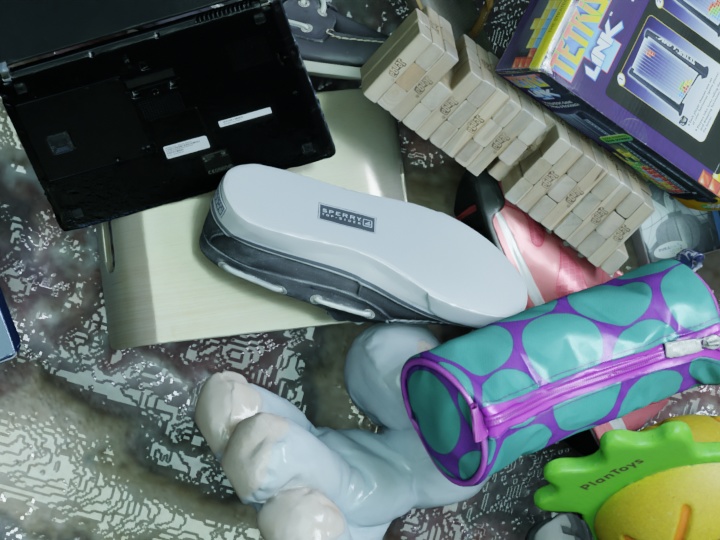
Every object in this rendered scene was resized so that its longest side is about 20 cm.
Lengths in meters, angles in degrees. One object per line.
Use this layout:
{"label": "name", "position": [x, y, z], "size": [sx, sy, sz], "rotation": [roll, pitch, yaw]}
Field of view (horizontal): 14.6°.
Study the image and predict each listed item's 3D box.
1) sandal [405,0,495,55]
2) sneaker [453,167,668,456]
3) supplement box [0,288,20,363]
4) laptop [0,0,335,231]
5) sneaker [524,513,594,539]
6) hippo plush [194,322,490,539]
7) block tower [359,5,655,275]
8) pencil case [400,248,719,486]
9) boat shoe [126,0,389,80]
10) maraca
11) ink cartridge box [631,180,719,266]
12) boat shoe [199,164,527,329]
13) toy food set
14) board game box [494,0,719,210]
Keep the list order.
{"label": "sandal", "position": [0.056, -0.206, 1.736], "size": [0.054, 0.082, 0.201], "rotation": [-16, 84, 25]}
{"label": "sneaker", "position": [0.128, 0.015, 1.761], "size": [0.086, 0.074, 0.201], "rotation": [-31, 97, -19]}
{"label": "supplement box", "position": [-0.329, -0.008, 1.673], "size": [0.199, 0.134, 0.201], "rotation": [-21, 92, -5]}
{"label": "laptop", "position": [-0.128, -0.147, 1.664], "size": [0.176, 0.104, 0.201], "rotation": [-15, 131, 7]}
{"label": "sneaker", "position": [0.119, 0.217, 1.703], "size": [0.079, 0.200, 0.076], "rotation": [-13, 53, 8]}
{"label": "hippo plush", "position": [0.010, 0.119, 1.695], "size": [0.160, 0.159, 0.201], "rotation": [-31, 93, -4]}
{"label": "block tower", "position": [0.093, -0.081, 1.701], "size": [0.200, 0.054, 0.058], "rotation": [36, 112, -22]}
{"label": "pencil case", "position": [0.124, 0.058, 1.660], "size": [0.199, 0.092, 0.086], "rotation": [-21, 105, -27]}
{"label": "boat shoe", "position": [-0.044, -0.153, 1.733], "size": [0.198, 0.073, 0.063], "rotation": [7, 93, -1]}
{"label": "maraca", "position": [0.194, 0.138, 1.715], "size": [0.137, 0.199, 0.108], "rotation": [-34, 50, 30]}
{"label": "ink cartridge box", "position": [0.199, -0.109, 1.773], "size": [0.099, 0.039, 0.201], "rotation": [-16, 91, -5]}
{"label": "boat shoe", "position": [0.000, 0.000, 1.692], "size": [0.199, 0.068, 0.072], "rotation": [17, 45, -11]}
{"label": "toy food set", "position": [-0.064, -0.032, 1.745], "size": [0.198, 0.060, 0.145], "rotation": [-6, 87, -12]}
{"label": "board game box", "position": [0.196, -0.163, 1.703], "size": [0.165, 0.057, 0.201], "rotation": [33, 77, -23]}
